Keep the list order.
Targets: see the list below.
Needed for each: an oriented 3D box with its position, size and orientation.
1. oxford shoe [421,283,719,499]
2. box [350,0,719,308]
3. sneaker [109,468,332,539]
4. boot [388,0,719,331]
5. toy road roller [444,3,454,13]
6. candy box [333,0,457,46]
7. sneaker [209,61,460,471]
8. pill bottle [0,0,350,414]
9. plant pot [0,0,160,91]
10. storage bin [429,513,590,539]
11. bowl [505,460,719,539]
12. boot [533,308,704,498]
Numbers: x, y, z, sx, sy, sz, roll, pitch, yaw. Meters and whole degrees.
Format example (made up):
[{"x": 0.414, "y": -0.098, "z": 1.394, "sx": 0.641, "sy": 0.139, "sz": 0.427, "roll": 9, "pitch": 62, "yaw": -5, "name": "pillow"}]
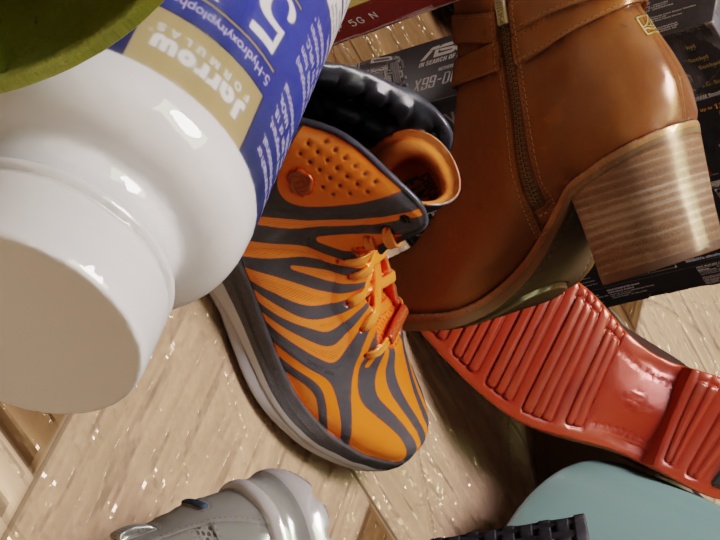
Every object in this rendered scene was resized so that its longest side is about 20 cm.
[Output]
[{"x": 0.109, "y": 0.053, "z": 1.056, "sx": 0.200, "sy": 0.071, "sz": 0.073, "roll": 31, "pitch": -4, "yaw": -1, "name": "oxford shoe"}, {"x": 0.109, "y": -0.052, "z": 1.025, "sx": 0.158, "sy": 0.200, "sz": 0.050, "roll": 51, "pitch": 39, "yaw": -35, "name": "box"}, {"x": -0.047, "y": 0.174, "z": 0.774, "sx": 0.082, "sy": 0.075, "sz": 0.200, "roll": -8, "pitch": 87, "yaw": -26, "name": "sneaker"}, {"x": 0.059, "y": -0.061, "z": 0.941, "sx": 0.074, "sy": 0.200, "sz": 0.155, "roll": -16, "pitch": 87, "yaw": -50, "name": "boot"}, {"x": 0.133, "y": -0.113, "z": 1.160, "sx": 0.123, "sy": 0.146, "sz": 0.200, "roll": 15, "pitch": 62, "yaw": -58, "name": "toy road roller"}, {"x": -0.011, "y": -0.189, "z": 0.969, "sx": 0.055, "sy": 0.115, "sz": 0.200, "roll": 47, "pitch": 37, "yaw": -41, "name": "candy box"}, {"x": 0.000, "y": 0.000, "z": 0.887, "sx": 0.200, "sy": 0.112, "sz": 0.078, "roll": 55, "pitch": 33, "yaw": -31, "name": "sneaker"}, {"x": -0.083, "y": -0.055, "z": 0.749, "sx": 0.120, "sy": 0.120, "sz": 0.200, "roll": 53, "pitch": 41, "yaw": -34, "name": "pill bottle"}, {"x": -0.141, "y": -0.189, "z": 0.657, "sx": 0.200, "sy": 0.200, "sz": 0.193, "roll": 47, "pitch": 26, "yaw": -40, "name": "plant pot"}, {"x": 0.061, "y": 0.210, "z": 0.837, "sx": 0.135, "sy": 0.094, "sz": 0.200, "roll": 73, "pitch": 9, "yaw": -52, "name": "storage bin"}, {"x": 0.149, "y": 0.189, "z": 1.004, "sx": 0.201, "sy": 0.105, "sz": 0.201, "roll": 3, "pitch": 87, "yaw": -47, "name": "bowl"}, {"x": 0.155, "y": 0.125, "z": 1.158, "sx": 0.146, "sy": 0.070, "sz": 0.200, "roll": 21, "pitch": 62, "yaw": -59, "name": "boot"}]
